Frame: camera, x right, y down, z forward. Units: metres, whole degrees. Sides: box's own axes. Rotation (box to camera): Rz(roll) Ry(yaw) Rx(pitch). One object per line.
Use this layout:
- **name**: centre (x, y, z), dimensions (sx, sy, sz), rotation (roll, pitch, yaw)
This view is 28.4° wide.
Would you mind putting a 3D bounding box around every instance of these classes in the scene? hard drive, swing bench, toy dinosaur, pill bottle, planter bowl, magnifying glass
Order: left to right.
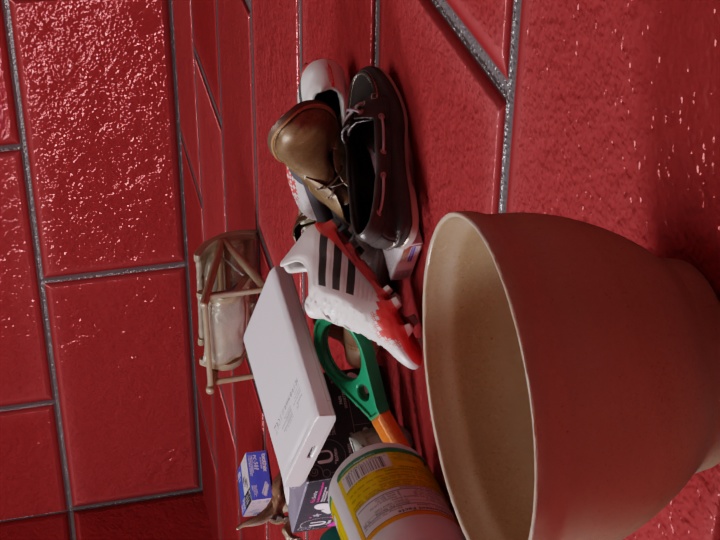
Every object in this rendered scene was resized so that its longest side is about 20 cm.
- **swing bench**: centre (-0.223, 0.068, 2.450), dimensions (0.201, 0.129, 0.200), rotation (-112, 19, -52)
- **hard drive**: centre (-0.080, 0.115, 1.550), dimensions (0.132, 0.026, 0.201), rotation (116, 146, -44)
- **toy dinosaur**: centre (-0.078, 0.270, 1.860), dimensions (0.200, 0.086, 0.136), rotation (-40, 41, 24)
- **magnifying glass**: centre (0.011, 0.132, 1.480), dimensions (0.080, 0.022, 0.201), rotation (-42, 72, 50)
- **pill bottle**: centre (0.042, 0.259, 1.345), dimensions (0.200, 0.112, 0.114), rotation (-121, 27, -63)
- **planter bowl**: centre (0.125, 0.060, 0.789), dimensions (0.200, 0.134, 0.202), rotation (173, 90, -79)

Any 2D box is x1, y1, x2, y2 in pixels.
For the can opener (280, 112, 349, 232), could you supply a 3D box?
- **can opener**: centre (-0.047, -0.094, 1.554), dimensions (0.067, 0.052, 0.201), rotation (-58, -33, -26)

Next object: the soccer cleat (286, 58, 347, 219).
- **soccer cleat**: centre (-0.045, -0.139, 1.610), dimensions (0.085, 0.068, 0.201), rotation (-108, 21, -58)

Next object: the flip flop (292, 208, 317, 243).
- **flip flop**: centre (-0.052, -0.043, 1.748), dimensions (0.200, 0.057, 0.082), rotation (-119, 25, -61)

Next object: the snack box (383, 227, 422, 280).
- **snack box**: centre (0.025, -0.095, 1.436), dimensions (0.072, 0.024, 0.201), rotation (106, 154, -60)

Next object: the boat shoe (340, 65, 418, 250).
- **boat shoe**: centre (0.010, -0.114, 1.366), dimensions (0.067, 0.057, 0.202), rotation (-40, 53, 47)

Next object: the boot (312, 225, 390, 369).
- **boot**: centre (0.000, 0.000, 1.564), dimensions (0.200, 0.072, 0.168), rotation (-125, 43, -69)

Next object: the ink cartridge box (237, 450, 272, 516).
- **ink cartridge box**: centre (-0.207, 0.417, 2.772), dimensions (0.200, 0.044, 0.095), rotation (117, 146, -70)

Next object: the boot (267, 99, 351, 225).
- **boot**: centre (-0.032, -0.105, 1.404), dimensions (0.076, 0.073, 0.200), rotation (52, -179, 22)

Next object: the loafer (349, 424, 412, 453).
- **loafer**: centre (0.030, 0.264, 1.501), dimensions (0.070, 0.069, 0.202), rotation (118, 143, -70)

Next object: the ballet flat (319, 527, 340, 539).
- **ballet flat**: centre (-0.007, 0.367, 1.767), dimensions (0.200, 0.069, 0.070), rotation (-171, 75, -77)

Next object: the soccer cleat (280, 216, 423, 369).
- **soccer cleat**: centre (-0.008, 0.034, 1.422), dimensions (0.200, 0.085, 0.069), rotation (53, -175, 30)

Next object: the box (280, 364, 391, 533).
- **box**: centre (-0.032, 0.210, 1.658), dimensions (0.200, 0.114, 0.133), rotation (108, 152, -63)
